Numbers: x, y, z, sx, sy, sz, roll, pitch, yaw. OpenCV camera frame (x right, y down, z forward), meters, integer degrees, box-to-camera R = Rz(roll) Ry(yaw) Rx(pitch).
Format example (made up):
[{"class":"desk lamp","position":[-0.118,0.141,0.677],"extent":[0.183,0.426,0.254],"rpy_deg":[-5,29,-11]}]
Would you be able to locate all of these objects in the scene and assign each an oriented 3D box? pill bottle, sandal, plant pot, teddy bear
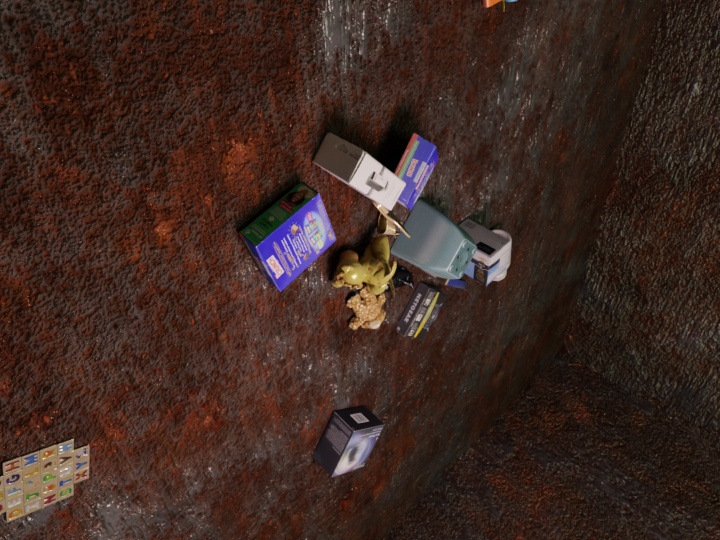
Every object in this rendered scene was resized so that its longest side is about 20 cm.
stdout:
[{"class":"pill bottle","position":[0.553,-0.058,2.135],"extent":[0.114,0.114,0.202],"rpy_deg":[-39,141,-23]},{"class":"sandal","position":[0.069,-0.142,1.543],"extent":[0.069,0.078,0.211],"rpy_deg":[-38,140,9]},{"class":"plant pot","position":[0.255,-0.079,1.687],"extent":[0.195,0.199,0.198],"rpy_deg":[22,99,-54]},{"class":"teddy bear","position":[0.024,0.127,1.678],"extent":[0.144,0.066,0.203],"rpy_deg":[-32,137,-28]}]

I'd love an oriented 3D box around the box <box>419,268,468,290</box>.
[{"class":"box","position":[0.310,0.023,1.898],"extent":[0.198,0.120,0.033],"rpy_deg":[14,106,-54]}]

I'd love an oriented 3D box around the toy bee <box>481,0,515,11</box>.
[{"class":"toy bee","position":[0.407,-0.783,1.440],"extent":[0.196,0.110,0.133],"rpy_deg":[-8,135,-17]}]

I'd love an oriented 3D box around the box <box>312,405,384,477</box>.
[{"class":"box","position":[-0.040,0.625,1.932],"extent":[0.198,0.123,0.201],"rpy_deg":[9,111,-52]}]

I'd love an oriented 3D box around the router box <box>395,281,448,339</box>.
[{"class":"router box","position":[0.229,0.154,1.958],"extent":[0.156,0.052,0.203],"rpy_deg":[18,102,-53]}]

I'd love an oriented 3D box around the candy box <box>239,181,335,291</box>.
[{"class":"candy box","position":[-0.169,-0.080,1.266],"extent":[0.200,0.076,0.171],"rpy_deg":[-44,144,-20]}]

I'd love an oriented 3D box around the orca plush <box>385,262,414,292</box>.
[{"class":"orca plush","position":[0.137,0.043,1.746],"extent":[0.199,0.071,0.106],"rpy_deg":[25,96,-55]}]

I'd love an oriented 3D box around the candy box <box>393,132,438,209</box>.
[{"class":"candy box","position":[0.145,-0.266,1.451],"extent":[0.171,0.076,0.200],"rpy_deg":[-62,174,6]}]

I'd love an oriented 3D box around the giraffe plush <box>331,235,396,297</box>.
[{"class":"giraffe plush","position":[0.000,0.000,1.498],"extent":[0.159,0.201,0.175],"rpy_deg":[0,124,-17]}]

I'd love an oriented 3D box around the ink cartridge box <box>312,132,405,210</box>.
[{"class":"ink cartridge box","position":[-0.001,-0.242,1.299],"extent":[0.199,0.146,0.084],"rpy_deg":[23,101,-54]}]

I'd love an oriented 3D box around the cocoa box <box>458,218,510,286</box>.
[{"class":"cocoa box","position":[0.418,-0.067,1.890],"extent":[0.132,0.199,0.133],"rpy_deg":[-34,139,-29]}]

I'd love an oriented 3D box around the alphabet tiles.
[{"class":"alphabet tiles","position":[-0.683,0.446,1.119],"extent":[0.198,0.006,0.169],"rpy_deg":[-12,125,-46]}]
